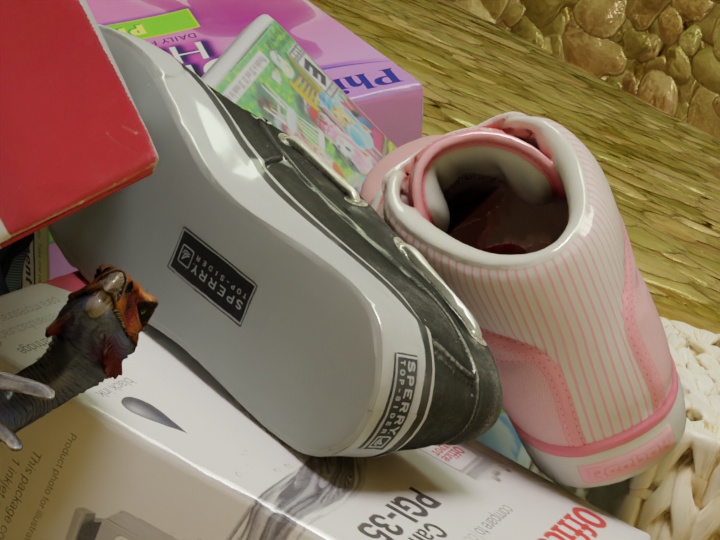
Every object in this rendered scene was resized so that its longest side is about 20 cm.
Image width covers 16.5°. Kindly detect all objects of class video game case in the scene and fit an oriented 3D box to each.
[{"bbox_3d":[0.000,0.000,0.916,0.182,0.022,0.200,46,22,-7],"label":"video game case"}]

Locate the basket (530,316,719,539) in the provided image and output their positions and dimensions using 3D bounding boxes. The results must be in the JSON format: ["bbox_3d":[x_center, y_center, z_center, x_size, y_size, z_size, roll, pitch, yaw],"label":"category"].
[{"bbox_3d":[0.128,0.100,0.885,0.123,0.136,0.200,20,11,-6],"label":"basket"}]

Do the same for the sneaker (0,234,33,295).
[{"bbox_3d":[-0.143,-0.016,0.878,0.075,0.114,0.200,16,-1,-8],"label":"sneaker"}]

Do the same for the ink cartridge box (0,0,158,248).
[{"bbox_3d":[-0.176,-0.053,0.670,0.145,0.200,0.145,64,-3,-12],"label":"ink cartridge box"}]

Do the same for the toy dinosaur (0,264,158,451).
[{"bbox_3d":[-0.133,0.038,0.606,0.200,0.105,0.182,23,27,7],"label":"toy dinosaur"}]

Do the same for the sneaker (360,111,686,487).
[{"bbox_3d":[0.041,-0.021,0.821,0.105,0.075,0.200,64,-4,-33],"label":"sneaker"}]

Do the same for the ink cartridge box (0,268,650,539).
[{"bbox_3d":[-0.027,0.082,0.746,0.200,0.083,0.147,28,16,13],"label":"ink cartridge box"}]

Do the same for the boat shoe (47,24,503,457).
[{"bbox_3d":[-0.034,-0.008,0.763,0.064,0.071,0.200,6,31,-46],"label":"boat shoe"}]

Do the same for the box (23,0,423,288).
[{"bbox_3d":[-0.100,-0.062,1.086,0.176,0.097,0.200,-14,35,-27],"label":"box"}]
